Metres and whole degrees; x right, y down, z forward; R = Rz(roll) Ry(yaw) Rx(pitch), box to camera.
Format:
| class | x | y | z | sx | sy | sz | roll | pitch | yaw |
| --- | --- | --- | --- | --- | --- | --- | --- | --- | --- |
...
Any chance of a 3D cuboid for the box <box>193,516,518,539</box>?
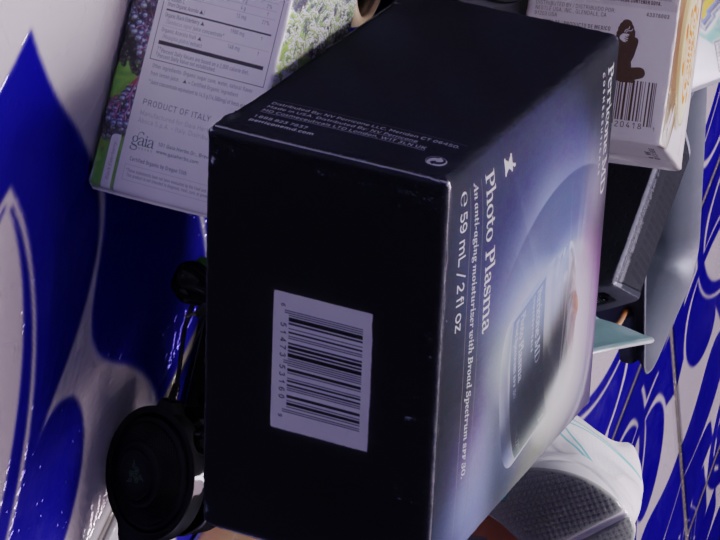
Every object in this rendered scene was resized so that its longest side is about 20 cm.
| class | x | y | z | sx | sy | sz | roll | pitch | yaw |
| --- | --- | --- | --- | --- | --- | --- | --- | --- | --- |
| box | 0.025 | 0.170 | 1.608 | 0.153 | 0.199 | 0.107 | -58 | 156 | -44 |

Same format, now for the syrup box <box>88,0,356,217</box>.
| class | x | y | z | sx | sy | sz | roll | pitch | yaw |
| --- | --- | --- | --- | --- | --- | --- | --- | --- | --- |
| syrup box | -0.052 | -0.124 | 1.320 | 0.079 | 0.081 | 0.201 | 4 | 100 | -70 |

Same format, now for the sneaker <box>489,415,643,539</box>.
| class | x | y | z | sx | sy | sz | roll | pitch | yaw |
| --- | --- | --- | --- | --- | --- | --- | --- | --- | --- |
| sneaker | 0.063 | 0.091 | 1.562 | 0.071 | 0.199 | 0.080 | -64 | 175 | 31 |

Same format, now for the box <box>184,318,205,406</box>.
| class | x | y | z | sx | sy | sz | roll | pitch | yaw |
| --- | --- | --- | --- | --- | --- | --- | --- | --- | --- |
| box | -0.044 | 0.003 | 1.531 | 0.110 | 0.035 | 0.201 | -6 | 110 | -72 |

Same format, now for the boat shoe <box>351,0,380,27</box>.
| class | x | y | z | sx | sy | sz | roll | pitch | yaw |
| --- | --- | --- | --- | --- | --- | --- | --- | --- | --- |
| boat shoe | 0.014 | -0.206 | 1.469 | 0.201 | 0.065 | 0.072 | -64 | 147 | -26 |

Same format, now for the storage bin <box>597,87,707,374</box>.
| class | x | y | z | sx | sy | sz | roll | pitch | yaw |
| --- | --- | --- | --- | --- | --- | --- | --- | --- | --- |
| storage bin | 0.146 | -0.037 | 1.926 | 0.201 | 0.134 | 0.146 | 83 | 28 | -49 |

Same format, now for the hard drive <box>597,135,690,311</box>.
| class | x | y | z | sx | sy | sz | roll | pitch | yaw |
| --- | --- | --- | --- | --- | --- | --- | --- | --- | --- |
| hard drive | 0.100 | -0.029 | 1.695 | 0.042 | 0.199 | 0.135 | 40 | 60 | -35 |

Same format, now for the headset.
| class | x | y | z | sx | sy | sz | roll | pitch | yaw |
| --- | --- | --- | --- | --- | --- | --- | --- | --- | --- |
| headset | -0.061 | 0.087 | 1.404 | 0.123 | 0.094 | 0.201 | -31 | 126 | -33 |

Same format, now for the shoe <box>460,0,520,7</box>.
| class | x | y | z | sx | sy | sz | roll | pitch | yaw |
| --- | --- | --- | --- | --- | --- | --- | --- | --- | --- |
| shoe | 0.053 | -0.199 | 1.392 | 0.200 | 0.091 | 0.072 | 49 | 62 | -38 |

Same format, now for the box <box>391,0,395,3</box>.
| class | x | y | z | sx | sy | sz | roll | pitch | yaw |
| --- | --- | --- | --- | --- | --- | --- | --- | --- | --- |
| box | 0.111 | -0.183 | 1.660 | 0.079 | 0.141 | 0.201 | -36 | -154 | 61 |

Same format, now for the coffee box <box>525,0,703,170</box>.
| class | x | y | z | sx | sy | sz | roll | pitch | yaw |
| --- | --- | --- | --- | --- | --- | --- | --- | --- | --- |
| coffee box | 0.134 | -0.159 | 1.450 | 0.114 | 0.079 | 0.201 | 27 | 71 | -79 |

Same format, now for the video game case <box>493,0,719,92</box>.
| class | x | y | z | sx | sy | sz | roll | pitch | yaw |
| --- | --- | --- | --- | --- | --- | --- | --- | --- | --- |
| video game case | 0.138 | -0.186 | 1.546 | 0.182 | 0.022 | 0.201 | -21 | 106 | -36 |

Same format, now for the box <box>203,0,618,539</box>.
| class | x | y | z | sx | sy | sz | roll | pitch | yaw |
| --- | --- | --- | --- | --- | --- | --- | --- | --- | --- |
| box | 0.026 | 0.001 | 1.318 | 0.198 | 0.123 | 0.201 | -42 | 140 | -55 |

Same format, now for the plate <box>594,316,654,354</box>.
| class | x | y | z | sx | sy | sz | roll | pitch | yaw |
| --- | --- | --- | --- | --- | --- | --- | --- | --- | --- |
| plate | 0.075 | 0.049 | 1.710 | 0.200 | 0.199 | 0.026 | -5 | 84 | -72 |

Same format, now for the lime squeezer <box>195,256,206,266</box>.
| class | x | y | z | sx | sy | sz | roll | pitch | yaw |
| --- | --- | --- | --- | --- | --- | --- | --- | --- | --- |
| lime squeezer | -0.025 | 0.037 | 1.483 | 0.071 | 0.038 | 0.200 | -57 | 146 | -24 |
